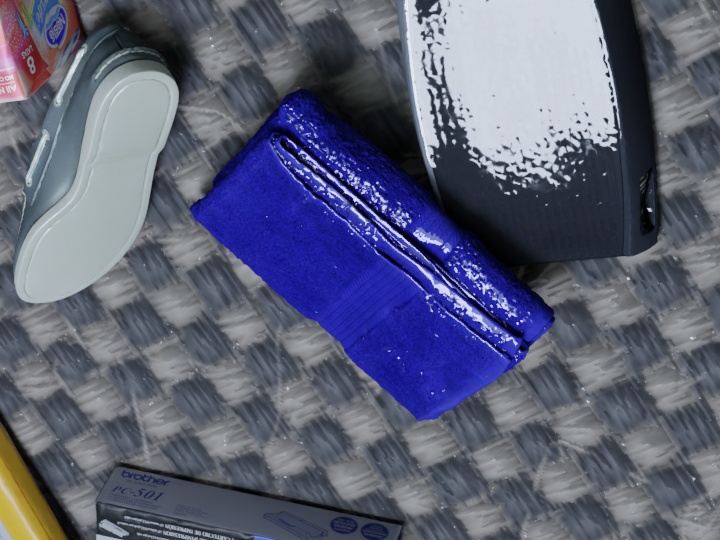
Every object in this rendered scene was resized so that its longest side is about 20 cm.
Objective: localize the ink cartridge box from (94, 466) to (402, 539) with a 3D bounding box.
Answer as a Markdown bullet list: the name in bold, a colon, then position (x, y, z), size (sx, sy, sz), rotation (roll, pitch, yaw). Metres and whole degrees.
- **ink cartridge box**: position (-0.076, 0.197, 1.246), size (0.199, 0.044, 0.095), rotation (11, 121, 10)

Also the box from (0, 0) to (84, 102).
- **box**: position (-0.277, -0.147, 1.096), size (0.199, 0.095, 0.103), rotation (-6, 116, 19)

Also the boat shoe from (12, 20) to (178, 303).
- **boat shoe**: position (-0.167, -0.063, 1.141), size (0.062, 0.072, 0.200), rotation (59, 136, 33)

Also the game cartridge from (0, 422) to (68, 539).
- **game cartridge**: position (-0.286, 0.195, 1.301), size (0.176, 0.032, 0.201), rotation (-23, 100, 25)

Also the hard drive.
- **hard drive**: position (0.090, -0.093, 1.048), size (0.134, 0.042, 0.201), rotation (-5, 115, 18)

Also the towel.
- **towel**: position (0.000, 0.000, 1.093), size (0.200, 0.050, 0.148), rotation (42, 141, -4)
